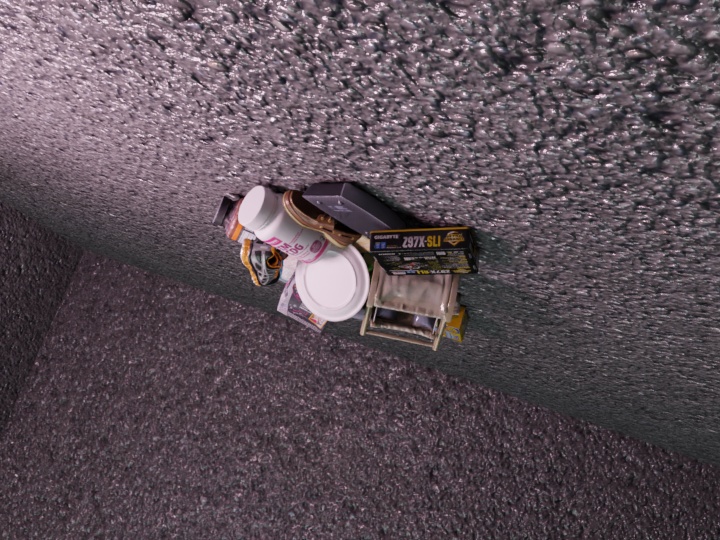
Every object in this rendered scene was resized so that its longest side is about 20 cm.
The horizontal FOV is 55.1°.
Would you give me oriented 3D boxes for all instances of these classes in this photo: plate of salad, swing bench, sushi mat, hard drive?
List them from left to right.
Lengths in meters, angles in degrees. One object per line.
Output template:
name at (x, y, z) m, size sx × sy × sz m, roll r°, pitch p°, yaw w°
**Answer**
plate of salad at (-0.065, 0.020, 1.634) m, size 0.199 × 0.201 × 0.048 m, roll 15°, pitch -166°, yaw 23°
sushi mat at (-0.040, -0.068, 1.622) m, size 0.096 × 0.012 × 0.199 m, roll 43°, pitch 154°, yaw -27°
hard drive at (-0.006, -0.119, 1.385) m, size 0.134 × 0.043 × 0.200 m, roll 7°, pitch 163°, yaw 47°
swing bench at (0.114, 0.074, 1.637) m, size 0.197 × 0.130 × 0.200 m, roll 11°, pitch 147°, yaw 0°

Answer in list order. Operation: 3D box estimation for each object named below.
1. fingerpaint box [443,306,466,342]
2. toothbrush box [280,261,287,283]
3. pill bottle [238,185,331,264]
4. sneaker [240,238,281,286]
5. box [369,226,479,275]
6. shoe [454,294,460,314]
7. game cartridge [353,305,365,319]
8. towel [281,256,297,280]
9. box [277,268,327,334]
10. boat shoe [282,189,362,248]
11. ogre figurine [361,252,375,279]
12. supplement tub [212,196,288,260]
fingerpaint box at (0.231, 0.142, 2.059) m, size 0.166 × 0.074 × 0.200 m, roll 17°, pitch 168°, yaw 14°
toothbrush box at (-0.198, -0.005, 2.081) m, size 0.199 × 0.086 × 0.146 m, roll 26°, pitch 166°, yaw -25°
pill bottle at (-0.167, -0.102, 1.547) m, size 0.199 × 0.114 × 0.113 m, roll 29°, pitch 165°, yaw -36°
sneaker at (-0.221, -0.014, 1.640) m, size 0.077 × 0.079 × 0.200 m, roll 1°, pitch 161°, yaw 10°
box at (0.132, -0.036, 1.397) m, size 0.199 × 0.050 × 0.160 m, roll -2°, pitch 163°, yaw 17°
shoe at (0.173, 0.103, 1.858) m, size 0.199 × 0.054 × 0.070 m, roll -9°, pitch 169°, yaw 13°
game cartridge at (-0.026, 0.105, 1.990) m, size 0.132 × 0.041 × 0.200 m, roll 15°, pitch -176°, yaw -8°
towel at (-0.119, -0.008, 1.906) m, size 0.199 × 0.032 × 0.191 m, roll 20°, pitch 142°, yaw 1°
box at (-0.126, 0.056, 1.782) m, size 0.132 × 0.115 × 0.200 m, roll 30°, pitch -168°, yaw -7°
boat shoe at (-0.076, -0.117, 1.464) m, size 0.200 × 0.072 × 0.067 m, roll 32°, pitch 146°, yaw -34°
ogre figurine at (0.000, 0.000, 1.734) m, size 0.099 × 0.199 × 0.120 m, roll 63°, pitch -173°, yaw 18°
supplement tub at (-0.255, -0.109, 1.681) m, size 0.199 × 0.108 × 0.107 m, roll 24°, pitch 167°, yaw -14°
